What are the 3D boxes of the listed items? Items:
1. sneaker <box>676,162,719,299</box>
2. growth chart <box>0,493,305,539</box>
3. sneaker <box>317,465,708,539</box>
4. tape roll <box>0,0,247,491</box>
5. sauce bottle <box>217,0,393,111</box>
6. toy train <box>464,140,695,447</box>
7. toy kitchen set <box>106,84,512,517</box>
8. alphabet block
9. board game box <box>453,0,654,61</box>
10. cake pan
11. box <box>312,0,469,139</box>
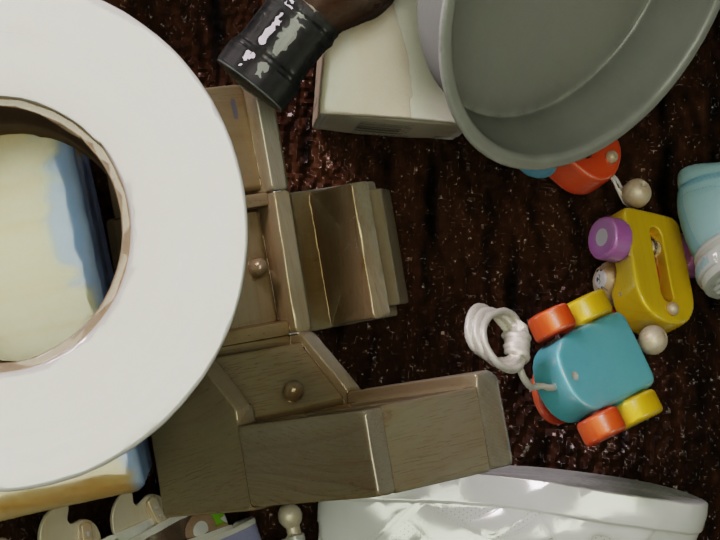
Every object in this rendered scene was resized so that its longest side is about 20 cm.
[{"bbox_3d":[0.256,-0.049,1.298,0.199,0.074,0.082,-12,66,-16],"label":"sneaker"},{"bbox_3d":[-0.090,0.178,1.242,0.199,0.018,0.146,-5,84,-40],"label":"growth chart"},{"bbox_3d":[0.075,0.159,1.282,0.198,0.074,0.117,3,90,5],"label":"sneaker"},{"bbox_3d":[-0.146,-0.013,1.040,0.201,0.139,0.204,0,88,-3],"label":"tape roll"},{"bbox_3d":[0.008,-0.165,1.195,0.065,0.065,0.201,36,87,-2],"label":"sauce bottle"},{"bbox_3d":[0.100,-0.002,1.271,0.150,0.056,0.201,35,50,-21],"label":"toy train"},{"bbox_3d":[0.000,0.000,1.195,0.162,0.180,0.202,-10,89,-37],"label":"toy kitchen set"},{"bbox_3d":[-0.216,0.028,1.201,0.198,0.196,0.197,-13,88,-4],"label":"alphabet block"},{"bbox_3d":[0.120,-0.173,1.239,0.199,0.023,0.105,-20,127,-36],"label":"board game box"},{"bbox_3d":[0.102,-0.146,1.193,0.037,0.200,0.201,34,85,39],"label":"cake pan"},{"bbox_3d":[0.022,-0.171,1.273,0.077,0.095,0.202,4,87,-3],"label":"box"}]
